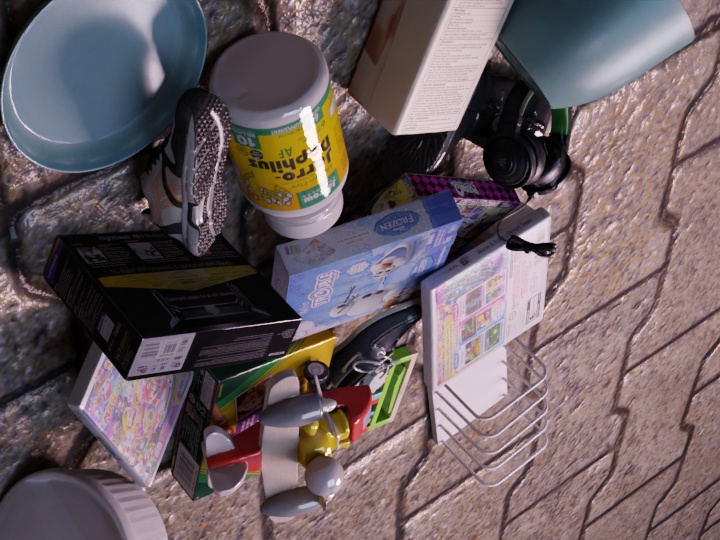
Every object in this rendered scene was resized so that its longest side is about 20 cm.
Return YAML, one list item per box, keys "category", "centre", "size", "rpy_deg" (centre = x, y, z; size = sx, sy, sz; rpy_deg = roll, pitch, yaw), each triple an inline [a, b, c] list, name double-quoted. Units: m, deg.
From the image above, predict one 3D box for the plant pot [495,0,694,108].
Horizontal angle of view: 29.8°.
- category: "plant pot"
  centre: [0.222, -0.268, 1.420]
  size: [0.161, 0.201, 0.201]
  rpy_deg: [-38, 148, 6]

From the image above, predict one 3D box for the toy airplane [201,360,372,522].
- category: "toy airplane"
  centre: [-0.080, 0.204, 1.523]
  size: [0.199, 0.141, 0.200]
  rpy_deg: [-53, 148, 9]

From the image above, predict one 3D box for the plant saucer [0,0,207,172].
- category: "plant saucer"
  centre: [-0.222, -0.174, 1.158]
  size: [0.200, 0.027, 0.201]
  rpy_deg: [-30, 145, -24]

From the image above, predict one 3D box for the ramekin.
- category: "ramekin"
  centre: [-0.295, 0.306, 1.459]
  size: [0.094, 0.202, 0.203]
  rpy_deg: [-7, 132, -60]

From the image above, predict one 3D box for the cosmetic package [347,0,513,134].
- category: "cosmetic package"
  centre: [0.076, -0.245, 1.366]
  size: [0.103, 0.087, 0.201]
  rpy_deg: [-8, 133, -43]

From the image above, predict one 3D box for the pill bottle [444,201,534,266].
- category: "pill bottle"
  centre: [0.152, 0.011, 1.715]
  size: [0.112, 0.112, 0.201]
  rpy_deg: [-15, 136, -39]

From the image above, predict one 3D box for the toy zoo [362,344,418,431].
- category: "toy zoo"
  centre: [-0.019, 0.176, 1.786]
  size: [0.199, 0.020, 0.132]
  rpy_deg: [-17, 138, -38]

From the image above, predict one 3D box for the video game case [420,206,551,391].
- category: "video game case"
  centre: [0.149, 0.037, 1.617]
  size: [0.182, 0.024, 0.200]
  rpy_deg: [-31, 145, -20]

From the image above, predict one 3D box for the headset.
- category: "headset"
  centre: [0.200, -0.118, 1.524]
  size: [0.123, 0.094, 0.201]
  rpy_deg: [8, 95, -53]

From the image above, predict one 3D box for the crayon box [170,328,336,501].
- category: "crayon box"
  centre: [-0.128, 0.161, 1.608]
  size: [0.172, 0.058, 0.201]
  rpy_deg: [-18, 139, -37]

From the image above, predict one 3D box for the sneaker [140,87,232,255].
- category: "sneaker"
  centre: [-0.167, -0.092, 1.238]
  size: [0.074, 0.080, 0.200]
  rpy_deg: [-56, 168, -37]

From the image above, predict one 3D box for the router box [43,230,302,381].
- category: "router box"
  centre: [-0.180, 0.027, 1.308]
  size: [0.199, 0.157, 0.052]
  rpy_deg: [-5, 130, -46]

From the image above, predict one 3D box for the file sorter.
- category: "file sorter"
  centre: [0.190, 0.194, 1.951]
  size: [0.139, 0.125, 0.200]
  rpy_deg: [-35, 146, -18]

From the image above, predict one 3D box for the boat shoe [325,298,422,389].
- category: "boat shoe"
  centre: [0.007, 0.102, 1.634]
  size: [0.200, 0.062, 0.075]
  rpy_deg: [-37, 161, 30]

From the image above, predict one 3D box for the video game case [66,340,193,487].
- category: "video game case"
  centre: [-0.234, 0.122, 1.409]
  size: [0.200, 0.018, 0.144]
  rpy_deg: [67, 36, -56]

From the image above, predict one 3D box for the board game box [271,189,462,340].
- category: "board game box"
  centre: [0.000, 0.000, 1.489]
  size: [0.198, 0.044, 0.200]
  rpy_deg: [-18, 160, -13]

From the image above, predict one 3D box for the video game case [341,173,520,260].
- category: "video game case"
  centre: [0.061, -0.046, 1.560]
  size: [0.181, 0.036, 0.200]
  rpy_deg: [-38, 156, 34]

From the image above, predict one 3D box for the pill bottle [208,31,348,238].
- category: "pill bottle"
  centre: [-0.072, -0.123, 1.306]
  size: [0.113, 0.113, 0.200]
  rpy_deg: [-35, 147, -16]

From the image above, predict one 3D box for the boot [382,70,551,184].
- category: "boot"
  centre: [0.129, -0.153, 1.560]
  size: [0.165, 0.066, 0.200]
  rpy_deg: [-55, 151, 17]
